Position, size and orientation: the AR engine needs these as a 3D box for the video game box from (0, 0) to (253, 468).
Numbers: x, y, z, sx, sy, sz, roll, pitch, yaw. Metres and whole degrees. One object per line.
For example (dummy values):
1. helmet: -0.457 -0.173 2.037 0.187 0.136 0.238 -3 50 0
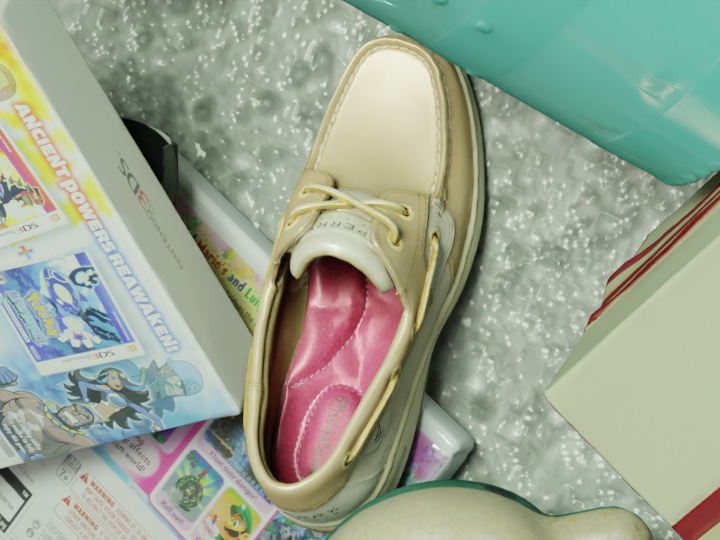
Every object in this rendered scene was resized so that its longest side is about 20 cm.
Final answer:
1. video game box: -0.163 -0.009 0.994 0.182 0.047 0.200 -13 124 26

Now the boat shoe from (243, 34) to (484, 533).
1. boat shoe: 0.000 0.000 0.971 0.074 0.069 0.200 7 81 17

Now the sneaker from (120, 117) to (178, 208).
1. sneaker: -0.170 -0.031 1.041 0.200 0.090 0.070 -3 79 36

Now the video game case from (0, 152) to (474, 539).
1. video game case: -0.077 0.072 1.051 0.200 0.024 0.182 44 107 20

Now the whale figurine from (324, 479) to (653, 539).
1. whale figurine: 0.068 0.157 0.954 0.200 0.104 0.159 24 101 -1

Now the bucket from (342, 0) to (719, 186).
1. bucket: 0.101 -0.138 0.849 0.135 0.207 0.207 34 107 -12

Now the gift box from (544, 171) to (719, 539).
1. gift box: 0.204 0.017 0.819 0.200 0.185 0.187 41 118 -5
